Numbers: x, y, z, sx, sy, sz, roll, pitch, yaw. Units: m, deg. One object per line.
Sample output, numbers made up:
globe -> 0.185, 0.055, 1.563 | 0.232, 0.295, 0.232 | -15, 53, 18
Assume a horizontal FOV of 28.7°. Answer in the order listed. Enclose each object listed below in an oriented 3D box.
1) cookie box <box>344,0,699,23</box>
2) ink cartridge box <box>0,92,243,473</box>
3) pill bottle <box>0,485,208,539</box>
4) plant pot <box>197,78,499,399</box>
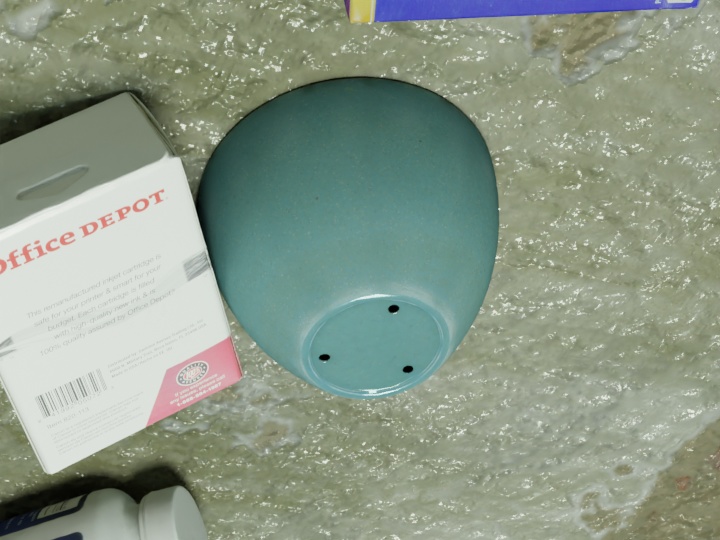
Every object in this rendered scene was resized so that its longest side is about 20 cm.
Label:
cookie box -> 0.089, -0.222, 0.734 | 0.198, 0.076, 0.172 | -3, 135, -7
ink cartridge box -> -0.168, 0.009, 0.875 | 0.146, 0.083, 0.201 | -25, 136, -15
pill bottle -> -0.220, 0.234, 1.086 | 0.198, 0.111, 0.111 | -18, 134, 7
plant pot -> 0.000, 0.000, 0.889 | 0.198, 0.135, 0.201 | -5, 134, -6
